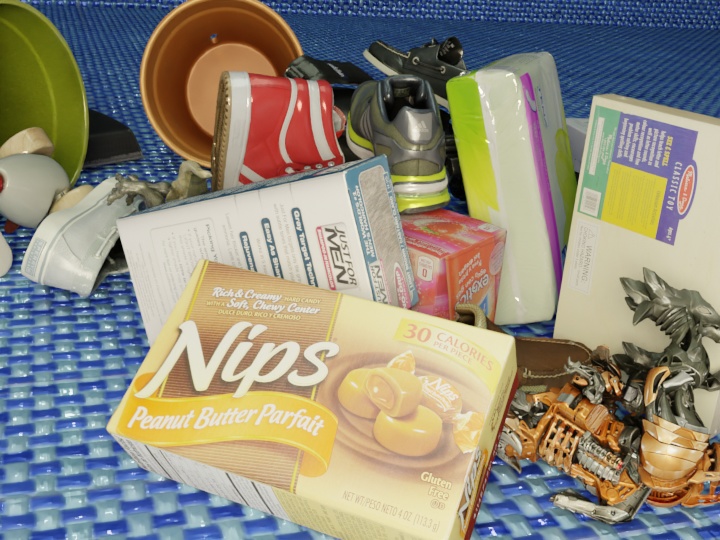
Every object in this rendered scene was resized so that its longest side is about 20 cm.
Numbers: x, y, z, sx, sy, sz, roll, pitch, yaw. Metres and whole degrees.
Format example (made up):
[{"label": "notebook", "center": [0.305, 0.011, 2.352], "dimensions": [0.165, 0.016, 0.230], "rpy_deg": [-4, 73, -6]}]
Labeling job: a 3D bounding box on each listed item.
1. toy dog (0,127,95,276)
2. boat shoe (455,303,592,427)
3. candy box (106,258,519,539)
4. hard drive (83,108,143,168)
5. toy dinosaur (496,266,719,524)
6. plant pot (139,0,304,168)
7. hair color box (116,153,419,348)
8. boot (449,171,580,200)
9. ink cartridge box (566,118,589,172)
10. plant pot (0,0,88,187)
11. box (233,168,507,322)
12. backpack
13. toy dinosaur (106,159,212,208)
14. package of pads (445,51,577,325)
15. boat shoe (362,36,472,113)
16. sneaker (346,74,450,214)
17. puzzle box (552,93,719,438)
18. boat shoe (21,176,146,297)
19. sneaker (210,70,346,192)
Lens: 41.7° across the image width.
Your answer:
[{"label": "toy dog", "center": [-0.316, -0.058, 0.805], "dimensions": [0.133, 0.096, 0.199], "rpy_deg": [57, 21, 23]}, {"label": "boat shoe", "center": [0.077, 0.061, 0.611], "dimensions": [0.199, 0.076, 0.074], "rpy_deg": [-8, 24, -29]}, {"label": "candy box", "center": [-0.024, 0.073, 0.514], "dimensions": [0.196, 0.056, 0.117], "rpy_deg": [13, 58, 22]}, {"label": "hard drive", "center": [-0.369, -0.167, 1.153], "dimensions": [0.198, 0.043, 0.133], "rpy_deg": [23, 28, 39]}, {"label": "toy dinosaur", "center": [0.172, 0.092, 0.554], "dimensions": [0.197, 0.103, 0.137], "rpy_deg": [23, 54, 0]}, {"label": "plant pot", "center": [-0.163, -0.225, 1.166], "dimensions": [0.195, 0.205, 0.140], "rpy_deg": [3, 4, -4]}, {"label": "hair color box", "center": [-0.066, -0.007, 0.638], "dimensions": [0.197, 0.102, 0.060], "rpy_deg": [-7, 12, 33]}, {"label": "boot", "center": [0.150, -0.088, 0.998], "dimensions": [0.156, 0.081, 0.209], "rpy_deg": [29, 20, 34]}, {"label": "ink cartridge box", "center": [0.355, -0.138, 1.176], "dimensions": [0.196, 0.078, 0.137], "rpy_deg": [-3, 23, -15]}, {"label": "plant pot", "center": [-0.409, -0.154, 0.940], "dimensions": [0.189, 0.205, 0.200], "rpy_deg": [-1, 18, 22]}, {"label": "box", "center": [0.000, 0.000, 0.718], "dimensions": [0.198, 0.105, 0.094], "rpy_deg": [21, 27, 34]}, {"label": "backpack", "center": [0.014, -0.113, 0.937], "dimensions": [0.197, 0.156, 0.191], "rpy_deg": [26, 28, 9]}, {"label": "toy dinosaur", "center": [-0.150, -0.057, 0.755], "dimensions": [0.086, 0.048, 0.200], "rpy_deg": [11, -15, -1]}, {"label": "package of pads", "center": [0.137, -0.076, 0.799], "dimensions": [0.067, 0.204, 0.154], "rpy_deg": [-5, 15, 24]}, {"label": "boat shoe", "center": [0.086, -0.194, 0.929], "dimensions": [0.199, 0.067, 0.074], "rpy_deg": [38, 17, 36]}, {"label": "sneaker", "center": [0.032, -0.120, 0.749], "dimensions": [0.072, 0.082, 0.201], "rpy_deg": [-3, 29, -12]}, {"label": "puzzle box", "center": [0.199, -0.005, 0.632], "dimensions": [0.025, 0.204, 0.132], "rpy_deg": [-13, 28, -40]}, {"label": "boat shoe", "center": [-0.213, -0.023, 0.800], "dimensions": [0.071, 0.071, 0.201], "rpy_deg": [27, 18, -2]}, {"label": "sneaker", "center": [-0.074, -0.093, 0.830], "dimensions": [0.110, 0.201, 0.072], "rpy_deg": [-3, 59, -16]}]
